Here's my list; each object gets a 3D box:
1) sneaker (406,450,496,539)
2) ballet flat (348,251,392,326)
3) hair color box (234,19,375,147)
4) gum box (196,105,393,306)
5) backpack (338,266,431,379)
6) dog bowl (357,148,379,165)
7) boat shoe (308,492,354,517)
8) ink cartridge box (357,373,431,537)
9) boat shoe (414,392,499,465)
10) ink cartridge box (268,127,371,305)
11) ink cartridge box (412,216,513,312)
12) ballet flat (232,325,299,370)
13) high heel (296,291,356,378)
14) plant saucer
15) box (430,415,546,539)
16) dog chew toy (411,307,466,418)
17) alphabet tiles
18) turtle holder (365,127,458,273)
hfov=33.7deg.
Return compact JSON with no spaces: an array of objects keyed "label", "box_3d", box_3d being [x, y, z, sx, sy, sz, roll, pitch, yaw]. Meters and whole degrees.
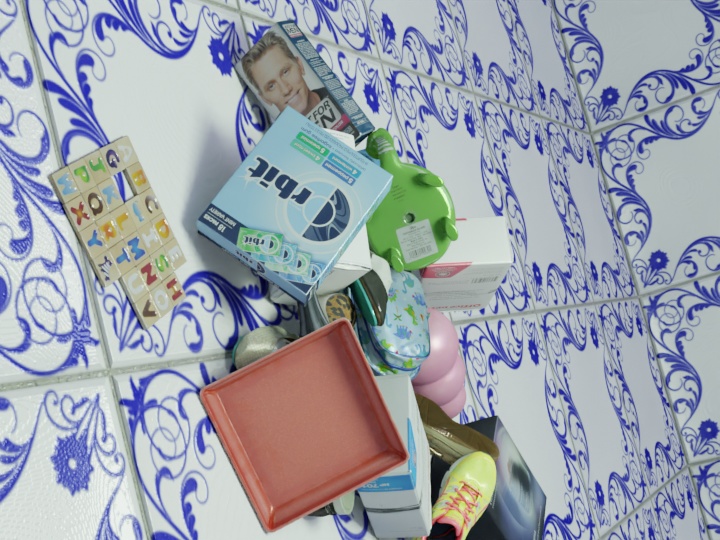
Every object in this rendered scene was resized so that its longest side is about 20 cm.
[{"label":"sneaker","box_3d":[0.139,0.351,1.711,0.078,0.201,0.090,33,-13,0]},{"label":"ballet flat","box_3d":[0.000,0.000,1.635,0.200,0.068,0.069,48,-23,44]},{"label":"hair color box","box_3d":[-0.080,-0.247,1.702,0.201,0.100,0.060,53,27,3]},{"label":"gum box","box_3d":[-0.081,-0.084,1.499,0.201,0.169,0.045,-53,172,-21]},{"label":"backpack","box_3d":[0.026,0.073,1.736,0.162,0.152,0.204,17,71,-41]},{"label":"dog bowl","box_3d":[0.021,-0.098,1.872,0.049,0.111,0.203,-3,76,-49]},{"label":"boat shoe","box_3d":[-0.042,0.229,1.570,0.072,0.060,0.203,61,24,-45]},{"label":"ink cartridge box","box_3d":[0.045,0.259,1.631,0.201,0.084,0.148,76,12,-53]},{"label":"boat shoe","box_3d":[0.111,0.251,1.797,0.198,0.065,0.071,32,28,9]},{"label":"ink cartridge box","box_3d":[-0.065,-0.070,1.606,0.084,0.145,0.203,9,64,-33]},{"label":"ink cartridge box","box_3d":[0.152,-0.006,1.930,0.201,0.144,0.084,107,-22,-66]},{"label":"ballet flat","box_3d":[-0.090,0.108,1.536,0.199,0.062,0.069,4,97,-63]},{"label":"high heel","box_3d":[-0.038,0.096,1.553,0.200,0.070,0.145,49,24,-63]},{"label":"plant saucer","box_3d":[-0.067,0.184,1.438,0.202,0.198,0.037,65,-5,-13]},{"label":"box","box_3d":[0.202,0.380,1.902,0.200,0.122,0.201,57,29,-26]},{"label":"dog chew toy","box_3d":[0.109,0.156,1.873,0.125,0.123,0.202,-74,147,-51]},{"label":"alphabet tiles","box_3d":[-0.265,-0.041,1.358,0.202,0.007,0.167,66,25,-12]},{"label":"turtle holder","box_3d":[0.050,-0.092,1.694,0.185,0.141,0.132,41,3,-11]}]
